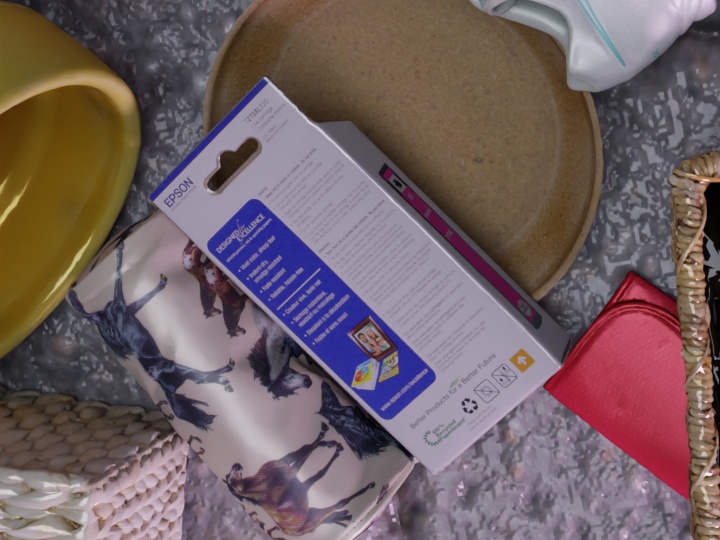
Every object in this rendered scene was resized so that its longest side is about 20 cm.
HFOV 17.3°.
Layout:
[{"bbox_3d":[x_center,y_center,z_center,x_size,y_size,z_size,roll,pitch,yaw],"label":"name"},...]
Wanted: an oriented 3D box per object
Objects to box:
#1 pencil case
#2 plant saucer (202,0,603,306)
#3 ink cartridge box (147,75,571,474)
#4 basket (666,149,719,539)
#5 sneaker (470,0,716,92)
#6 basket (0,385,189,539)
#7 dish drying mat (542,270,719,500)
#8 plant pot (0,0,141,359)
[{"bbox_3d":[-0.060,0.051,1.184,0.200,0.089,0.078,49,133,2],"label":"pencil case"},{"bbox_3d":[0.023,-0.064,1.151,0.199,0.035,0.201,6,115,14],"label":"plant saucer"},{"bbox_3d":[0.000,0.000,1.146,0.200,0.037,0.095,43,118,-8],"label":"ink cartridge box"},{"bbox_3d":[0.216,0.041,1.074,0.142,0.149,0.201,-4,90,7],"label":"basket"},{"bbox_3d":[0.065,-0.164,1.056,0.080,0.070,0.200,-44,85,0],"label":"sneaker"},{"bbox_3d":[-0.200,0.151,1.167,0.197,0.200,0.162,8,98,10],"label":"basket"},{"bbox_3d":[0.191,0.089,1.165,0.200,0.018,0.077,37,105,4],"label":"dish drying mat"},{"bbox_3d":[-0.241,-0.066,1.155,0.189,0.201,0.201,38,105,21],"label":"plant pot"}]
